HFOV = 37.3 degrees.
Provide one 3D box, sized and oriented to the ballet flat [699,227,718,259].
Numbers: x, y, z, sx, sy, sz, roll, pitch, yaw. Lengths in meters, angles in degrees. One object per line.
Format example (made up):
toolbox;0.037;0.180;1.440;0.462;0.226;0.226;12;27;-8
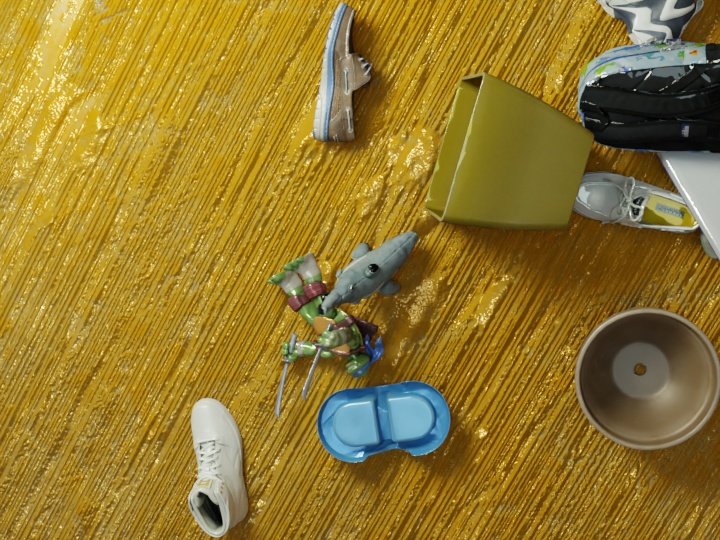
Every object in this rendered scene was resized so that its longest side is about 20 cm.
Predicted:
ballet flat;0.580;-0.066;1.505;0.199;0.068;0.064;-17;121;9

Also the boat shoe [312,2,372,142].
boat shoe;-0.020;-0.286;1.556;0.072;0.072;0.201;10;106;2

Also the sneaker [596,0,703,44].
sneaker;0.395;-0.409;1.483;0.130;0.079;0.199;-41;89;7

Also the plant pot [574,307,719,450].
plant pot;0.404;0.148;1.523;0.200;0.093;0.202;1;96;6

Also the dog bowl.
dog bowl;0.036;0.222;1.599;0.199;0.050;0.112;-8;94;7

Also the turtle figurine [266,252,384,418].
turtle figurine;-0.081;0.089;1.552;0.199;0.144;0.195;-28;84;-2

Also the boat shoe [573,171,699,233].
boat shoe;0.387;-0.092;1.507;0.201;0.086;0.075;17;97;5

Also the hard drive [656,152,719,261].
hard drive;0.516;-0.108;1.470;0.131;0.025;0.201;-23;68;-3

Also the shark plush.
shark plush;0.000;0.000;1.525;0.083;0.200;0.091;-37;78;48

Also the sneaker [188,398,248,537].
sneaker;-0.221;0.298;1.605;0.073;0.116;0.201;-15;92;10

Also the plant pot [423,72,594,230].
plant pot;0.209;-0.150;1.480;0.176;0.200;0.201;15;97;-5

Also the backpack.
backpack;0.396;-0.236;1.456;0.199;0.154;0.164;-11;130;9
